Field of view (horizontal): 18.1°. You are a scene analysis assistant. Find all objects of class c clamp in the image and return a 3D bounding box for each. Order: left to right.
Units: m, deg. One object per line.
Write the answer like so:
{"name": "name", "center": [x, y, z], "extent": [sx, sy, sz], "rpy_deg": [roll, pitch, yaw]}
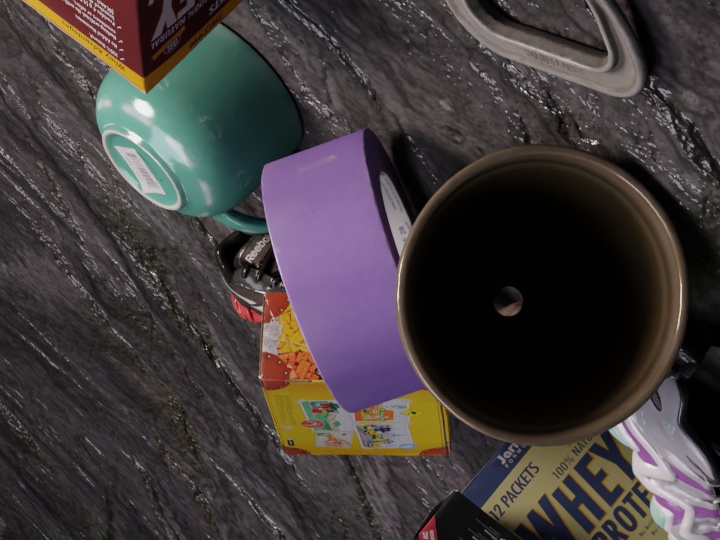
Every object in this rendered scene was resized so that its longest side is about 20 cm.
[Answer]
{"name": "c clamp", "center": [0.094, -0.183, 1.426], "extent": [0.200, 0.027, 0.171], "rpy_deg": [28, 153, 36]}

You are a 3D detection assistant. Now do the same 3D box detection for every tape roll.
{"name": "tape roll", "center": [0.000, 0.000, 1.703], "extent": [0.200, 0.085, 0.201], "rpy_deg": [-19, -90, -82]}

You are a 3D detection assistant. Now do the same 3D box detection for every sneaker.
{"name": "sneaker", "center": [-0.060, 0.014, 1.993], "extent": [0.200, 0.071, 0.098], "rpy_deg": [21, 151, 47]}
{"name": "sneaker", "center": [0.258, 0.144, 1.598], "extent": [0.200, 0.078, 0.140], "rpy_deg": [52, 157, -20]}

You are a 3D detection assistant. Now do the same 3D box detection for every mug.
{"name": "mug", "center": [-0.129, -0.109, 1.832], "extent": [0.185, 0.114, 0.152], "rpy_deg": [38, 158, 14]}

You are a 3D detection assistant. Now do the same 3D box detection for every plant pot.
{"name": "plant pot", "center": [0.115, 0.018, 1.580], "extent": [0.200, 0.200, 0.174], "rpy_deg": [44, 176, -3]}

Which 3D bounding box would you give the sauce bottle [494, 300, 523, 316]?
{"name": "sauce bottle", "center": [0.145, 0.058, 1.731], "extent": [0.200, 0.065, 0.065], "rpy_deg": [22, 150, 47]}

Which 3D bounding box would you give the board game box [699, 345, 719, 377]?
{"name": "board game box", "center": [0.321, 0.149, 1.638], "extent": [0.200, 0.026, 0.200], "rpy_deg": [38, 157, 15]}

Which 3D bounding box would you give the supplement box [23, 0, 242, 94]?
{"name": "supplement box", "center": [-0.185, -0.273, 1.607], "extent": [0.197, 0.133, 0.200], "rpy_deg": [37, 158, 14]}

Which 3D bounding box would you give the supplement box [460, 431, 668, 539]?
{"name": "supplement box", "center": [0.199, 0.224, 1.802], "extent": [0.200, 0.134, 0.200], "rpy_deg": [35, 165, 23]}

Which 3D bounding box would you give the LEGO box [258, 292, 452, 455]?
{"name": "LEGO box", "center": [0.000, 0.089, 1.889], "extent": [0.148, 0.078, 0.200], "rpy_deg": [0, 158, 4]}

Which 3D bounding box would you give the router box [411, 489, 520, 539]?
{"name": "router box", "center": [0.126, 0.264, 1.709], "extent": [0.200, 0.062, 0.150], "rpy_deg": [38, 166, 14]}
